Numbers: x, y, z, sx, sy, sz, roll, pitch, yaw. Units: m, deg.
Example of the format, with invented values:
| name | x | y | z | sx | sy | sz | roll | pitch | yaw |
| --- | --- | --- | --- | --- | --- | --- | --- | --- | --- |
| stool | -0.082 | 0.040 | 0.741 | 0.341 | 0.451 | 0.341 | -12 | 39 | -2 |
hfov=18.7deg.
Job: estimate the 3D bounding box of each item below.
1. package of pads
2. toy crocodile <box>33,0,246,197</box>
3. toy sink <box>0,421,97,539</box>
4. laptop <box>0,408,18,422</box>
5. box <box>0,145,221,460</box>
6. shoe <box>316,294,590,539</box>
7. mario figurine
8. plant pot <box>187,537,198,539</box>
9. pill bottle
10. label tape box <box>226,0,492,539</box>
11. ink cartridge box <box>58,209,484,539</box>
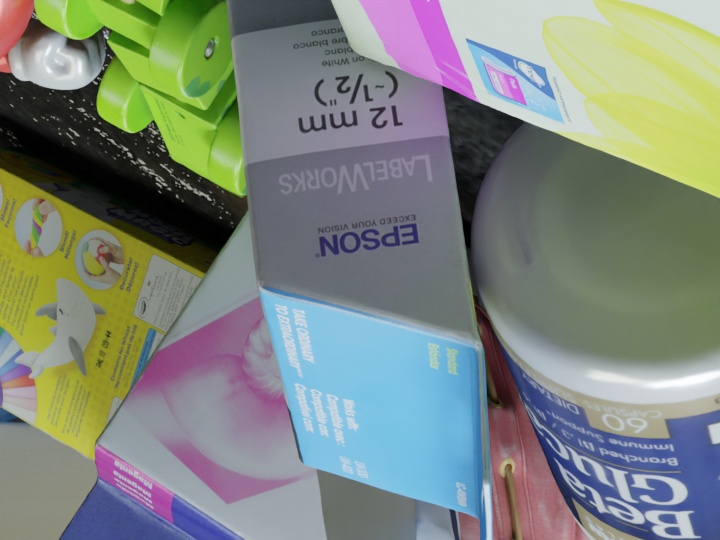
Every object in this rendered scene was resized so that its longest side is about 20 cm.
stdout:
| name | x | y | z | sx | sy | sz | roll | pitch | yaw |
| --- | --- | --- | --- | --- | --- | --- | --- | --- | --- |
| package of pads | 0.072 | -0.087 | 0.528 | 0.200 | 0.068 | 0.155 | 24 | 158 | 25 |
| toy crocodile | -0.064 | -0.083 | 0.799 | 0.067 | 0.062 | 0.200 | 28 | 165 | 20 |
| toy sink | -0.111 | 0.147 | 1.207 | 0.200 | 0.112 | 0.130 | 0 | 162 | 33 |
| laptop | -0.133 | 0.091 | 1.234 | 0.200 | 0.116 | 0.187 | 35 | 162 | 3 |
| box | -0.145 | 0.019 | 1.081 | 0.200 | 0.117 | 0.048 | 27 | -163 | 23 |
| shoe | 0.030 | 0.039 | 0.804 | 0.091 | 0.200 | 0.071 | 12 | 144 | -33 |
| mario figurine | -0.166 | -0.131 | 0.864 | 0.123 | 0.106 | 0.200 | 4 | -171 | -28 |
| plant pot | -0.012 | 0.098 | 0.957 | 0.200 | 0.134 | 0.200 | 15 | -165 | -4 |
| pill bottle | 0.108 | 0.034 | 0.691 | 0.111 | 0.111 | 0.200 | 25 | 159 | 29 |
| label tape box | 0.000 | 0.000 | 0.675 | 0.066 | 0.200 | 0.143 | -6 | 155 | 1 |
| ink cartridge box | 0.003 | 0.083 | 0.853 | 0.196 | 0.200 | 0.043 | 31 | 174 | 11 |
